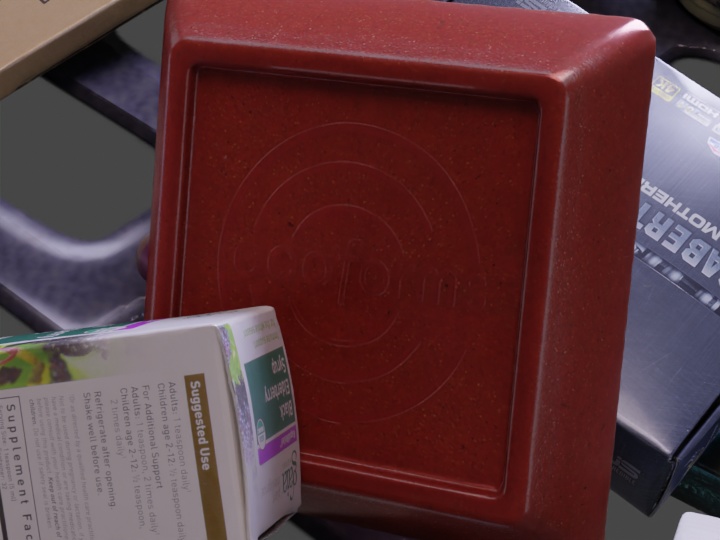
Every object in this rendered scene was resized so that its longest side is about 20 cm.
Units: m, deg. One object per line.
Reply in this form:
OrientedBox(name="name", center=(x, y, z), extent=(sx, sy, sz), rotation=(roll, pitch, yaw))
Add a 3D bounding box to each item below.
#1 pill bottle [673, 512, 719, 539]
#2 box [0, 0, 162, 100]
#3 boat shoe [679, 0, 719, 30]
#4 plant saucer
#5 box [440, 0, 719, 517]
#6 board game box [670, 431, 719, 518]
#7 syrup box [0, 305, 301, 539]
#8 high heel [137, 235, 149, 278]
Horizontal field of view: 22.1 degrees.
OrientedBox(name="pill bottle", center=(0.191, 0.144, 0.587), extent=(0.198, 0.110, 0.110), rotation=(12, 43, 14))
OrientedBox(name="box", center=(-0.183, -0.165, 0.989), extent=(0.199, 0.021, 0.163), rotation=(-35, 49, -17))
OrientedBox(name="boat shoe", center=(0.219, -0.152, 0.954), extent=(0.073, 0.063, 0.200), rotation=(-18, 41, -16))
OrientedBox(name="plant saucer", center=(0.000, 0.000, 0.681), extent=(0.198, 0.202, 0.037), rotation=(8, 8, 23))
OrientedBox(name="box", center=(0.083, -0.021, 0.740), extent=(0.199, 0.051, 0.158), rotation=(36, 61, 18))
OrientedBox(name="board game box", center=(0.196, 0.034, 0.773), extent=(0.134, 0.028, 0.200), rotation=(26, 49, 28))
OrientedBox(name="syrup box", center=(-0.127, 0.065, 0.660), extent=(0.198, 0.082, 0.079), rotation=(-9, 2, 12))
OrientedBox(name="high heel", center=(0.006, -0.017, 0.799), extent=(0.199, 0.068, 0.096), rotation=(-31, 44, -12))
